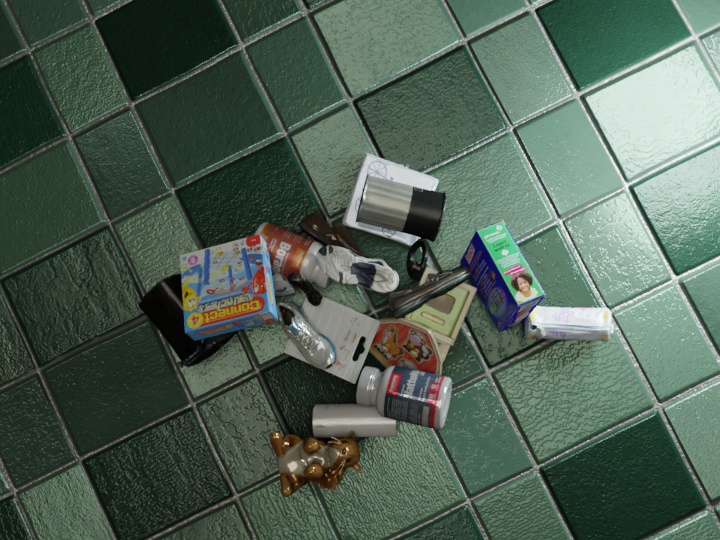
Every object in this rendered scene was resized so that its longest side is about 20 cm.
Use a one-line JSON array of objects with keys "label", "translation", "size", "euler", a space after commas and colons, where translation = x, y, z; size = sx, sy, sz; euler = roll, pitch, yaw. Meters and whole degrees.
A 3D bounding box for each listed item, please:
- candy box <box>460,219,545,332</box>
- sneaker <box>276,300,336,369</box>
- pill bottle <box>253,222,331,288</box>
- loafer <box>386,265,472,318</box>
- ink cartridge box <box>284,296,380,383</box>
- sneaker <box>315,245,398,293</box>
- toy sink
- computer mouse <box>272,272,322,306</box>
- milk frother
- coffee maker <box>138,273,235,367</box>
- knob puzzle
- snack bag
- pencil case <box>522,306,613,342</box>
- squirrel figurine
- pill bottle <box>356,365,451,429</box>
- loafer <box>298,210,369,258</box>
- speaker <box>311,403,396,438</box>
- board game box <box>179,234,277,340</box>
[{"label": "candy box", "translation": [0.318, 0.015, 1.655], "size": [0.077, 0.169, 0.200], "euler": [-22, 70, -14]}, {"label": "sneaker", "translation": [-0.138, 0.150, 1.689], "size": [0.075, 0.087, 0.200], "euler": [-45, 70, 5]}, {"label": "pill bottle", "translation": [-0.159, -0.031, 1.742], "size": [0.200, 0.112, 0.112], "euler": [21, 88, 5]}, {"label": "loafer", "translation": [0.151, 0.035, 1.633], "size": [0.200, 0.072, 0.063], "euler": [-30, 76, 0]}, {"label": "ink cartridge box", "translation": [-0.065, 0.160, 1.732], "size": [0.200, 0.057, 0.163], "euler": [21, 87, 17]}, {"label": "sneaker", "translation": [0.000, 0.000, 1.692], "size": [0.199, 0.130, 0.080], "euler": [14, 89, 13]}, {"label": "toy sink", "translation": [0.173, 0.109, 1.710], "size": [0.130, 0.112, 0.200], "euler": [24, 88, 6]}, {"label": "computer mouse", "translation": [-0.195, 0.040, 1.728], "size": [0.200, 0.110, 0.044], "euler": [4, 59, 35]}, {"label": "milk frother", "translation": [0.080, -0.098, 1.680], "size": [0.188, 0.181, 0.200], "euler": [14, 82, -2]}, {"label": "coffee maker", "translation": [-0.414, 0.113, 1.709], "size": [0.135, 0.192, 0.200], "euler": [-40, 85, -3]}, {"label": "knob puzzle", "translation": [0.105, 0.190, 1.681], "size": [0.220, 0.220, 0.030], "euler": [45, 48, 6]}, {"label": "snack bag", "translation": [0.076, -0.172, 1.782], "size": [0.200, 0.021, 0.189], "euler": [18, 88, 2]}, {"label": "pencil case", "translation": [0.481, 0.124, 1.699], "size": [0.200, 0.091, 0.083], "euler": [2, 86, 3]}, {"label": "squirrel figurine", "translation": [-0.091, 0.433, 1.676], "size": [0.187, 0.200, 0.142], "euler": [-15, 66, 0]}, {"label": "pill bottle", "translation": [0.098, 0.281, 1.647], "size": [0.200, 0.120, 0.120], "euler": [10, 87, 15]}, {"label": "loafer", "translation": [-0.054, -0.078, 1.757], "size": [0.200, 0.073, 0.071], "euler": [35, 87, 3]}, {"label": "speaker", "translation": [-0.011, 0.354, 1.721], "size": [0.200, 0.081, 0.081], "euler": [-2, 86, 3]}, {"label": "board game box", "translation": [-0.298, 0.037, 1.635], "size": [0.200, 0.056, 0.196], "euler": [-15, 63, 6]}]
